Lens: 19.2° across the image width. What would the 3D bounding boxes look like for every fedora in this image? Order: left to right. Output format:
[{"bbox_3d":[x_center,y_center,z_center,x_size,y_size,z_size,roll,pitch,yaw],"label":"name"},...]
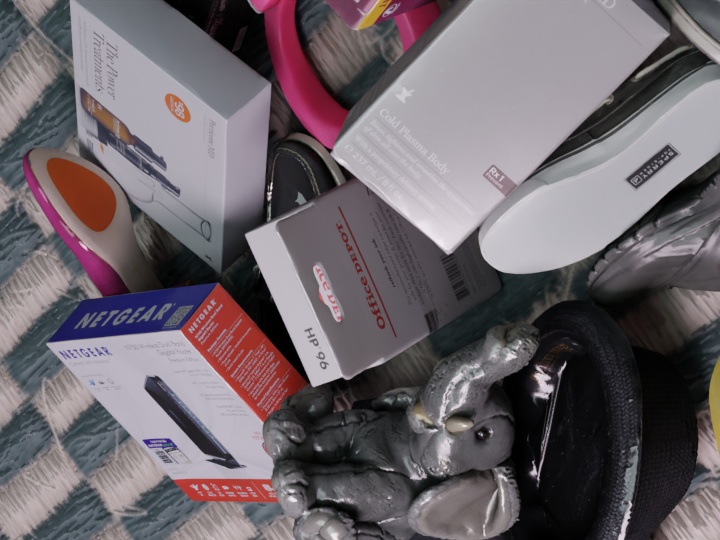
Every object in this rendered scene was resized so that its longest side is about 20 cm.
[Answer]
[{"bbox_3d":[0.164,0.120,1.407,0.201,0.092,0.201,-178,90,-65],"label":"fedora"}]

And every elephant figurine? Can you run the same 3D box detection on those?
[{"bbox_3d":[0.048,0.122,1.417,0.200,0.155,0.142,-20,92,8],"label":"elephant figurine"}]

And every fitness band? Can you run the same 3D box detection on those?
[{"bbox_3d":[-0.011,-0.158,1.436,0.144,0.037,0.200,57,152,4],"label":"fitness band"}]

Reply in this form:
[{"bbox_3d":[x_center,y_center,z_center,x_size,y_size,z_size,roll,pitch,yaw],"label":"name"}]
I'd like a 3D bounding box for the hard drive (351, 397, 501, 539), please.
[{"bbox_3d":[0.043,0.186,1.509,0.135,0.042,0.200,-11,66,39],"label":"hard drive"}]

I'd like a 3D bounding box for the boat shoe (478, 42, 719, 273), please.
[{"bbox_3d":[0.158,-0.072,1.347,0.200,0.064,0.071,-34,129,13],"label":"boat shoe"}]

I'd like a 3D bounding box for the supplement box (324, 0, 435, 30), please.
[{"bbox_3d":[0.049,-0.241,1.303,0.103,0.200,0.131,47,127,11],"label":"supplement box"}]

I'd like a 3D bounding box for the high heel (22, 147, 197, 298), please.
[{"bbox_3d":[-0.202,-0.007,1.615,0.096,0.067,0.200,-23,114,43],"label":"high heel"}]

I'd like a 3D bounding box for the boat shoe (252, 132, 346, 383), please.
[{"bbox_3d":[-0.044,0.000,1.534,0.072,0.068,0.200,19,122,34],"label":"boat shoe"}]

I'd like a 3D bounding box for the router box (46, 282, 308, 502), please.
[{"bbox_3d":[-0.114,0.094,1.562,0.180,0.049,0.200,49,151,-21],"label":"router box"}]

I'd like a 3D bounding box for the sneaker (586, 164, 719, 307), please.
[{"bbox_3d":[0.226,-0.016,1.350,0.091,0.076,0.200,51,133,-5],"label":"sneaker"}]

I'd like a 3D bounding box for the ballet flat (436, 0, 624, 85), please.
[{"bbox_3d":[0.099,-0.135,1.393,0.200,0.074,0.074,41,125,15],"label":"ballet flat"}]

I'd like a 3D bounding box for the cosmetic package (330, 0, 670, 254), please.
[{"bbox_3d":[0.088,-0.121,1.313,0.107,0.090,0.200,40,113,-8],"label":"cosmetic package"}]

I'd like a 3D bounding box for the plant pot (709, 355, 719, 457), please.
[{"bbox_3d":[0.294,0.093,1.285,0.142,0.200,0.200,44,131,48],"label":"plant pot"}]

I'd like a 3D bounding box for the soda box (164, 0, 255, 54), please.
[{"bbox_3d":[-0.096,-0.245,1.490,0.071,0.063,0.200,37,124,20],"label":"soda box"}]

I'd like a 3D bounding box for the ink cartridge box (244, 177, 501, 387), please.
[{"bbox_3d":[0.000,0.000,1.427,0.068,0.200,0.116,-22,93,38],"label":"ink cartridge box"}]

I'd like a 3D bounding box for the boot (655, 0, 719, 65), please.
[{"bbox_3d":[0.281,-0.171,1.253,0.204,0.073,0.154,40,122,13],"label":"boot"}]

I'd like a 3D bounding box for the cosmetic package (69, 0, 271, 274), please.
[{"bbox_3d":[-0.137,-0.105,1.526,0.151,0.052,0.200,36,152,17],"label":"cosmetic package"}]
